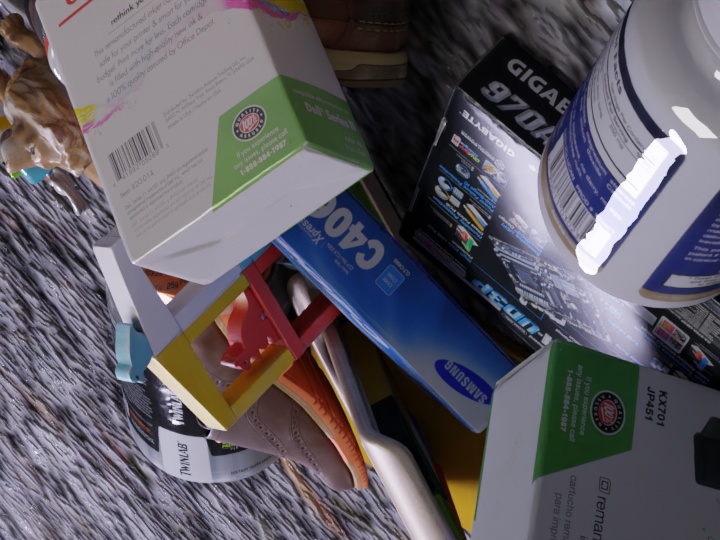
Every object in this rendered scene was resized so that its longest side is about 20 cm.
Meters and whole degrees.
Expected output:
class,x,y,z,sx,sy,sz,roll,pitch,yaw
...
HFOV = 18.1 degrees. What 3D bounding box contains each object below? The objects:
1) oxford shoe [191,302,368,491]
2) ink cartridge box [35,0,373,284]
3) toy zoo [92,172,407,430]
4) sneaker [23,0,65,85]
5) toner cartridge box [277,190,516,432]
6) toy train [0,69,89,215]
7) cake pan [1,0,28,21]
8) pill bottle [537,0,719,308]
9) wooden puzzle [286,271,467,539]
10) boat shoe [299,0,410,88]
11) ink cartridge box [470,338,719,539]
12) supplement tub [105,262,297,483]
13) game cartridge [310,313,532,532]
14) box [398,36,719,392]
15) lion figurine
class,x,y,z,sx,sy,sz,roll,pitch,yaw
oxford shoe,-0.060,0.079,1.363,0.200,0.073,0.071,53,-172,-41
ink cartridge box,-0.086,-0.110,1.123,0.117,0.067,0.201,-33,66,24
toy zoo,-0.066,-0.005,1.259,0.020,0.200,0.132,6,134,50
sneaker,-0.114,-0.116,1.285,0.082,0.077,0.200,44,-176,42
toner cartridge box,0.000,0.000,1.225,0.200,0.043,0.095,45,177,-31
toy train,-0.257,-0.115,1.470,0.201,0.055,0.150,58,178,-28
cake pan,-0.191,-0.221,1.314,0.200,0.037,0.201,34,151,22
pill bottle,0.154,-0.072,0.960,0.111,0.111,0.200,41,152,7
wooden puzzle,0.026,0.111,1.343,0.186,0.037,0.200,63,178,-34
boat shoe,-0.047,-0.153,1.190,0.199,0.072,0.068,25,113,41
ink cartridge box,0.160,0.137,1.118,0.199,0.148,0.083,17,153,-15
supplement tub,-0.098,0.037,1.446,0.122,0.123,0.201,33,151,23
game cartridge,0.043,0.083,1.417,0.176,0.032,0.201,32,152,23
box,0.119,-0.007,1.166,0.200,0.046,0.159,40,153,11
lion figurine,-0.163,-0.085,1.366,0.122,0.073,0.200,38,-173,28
